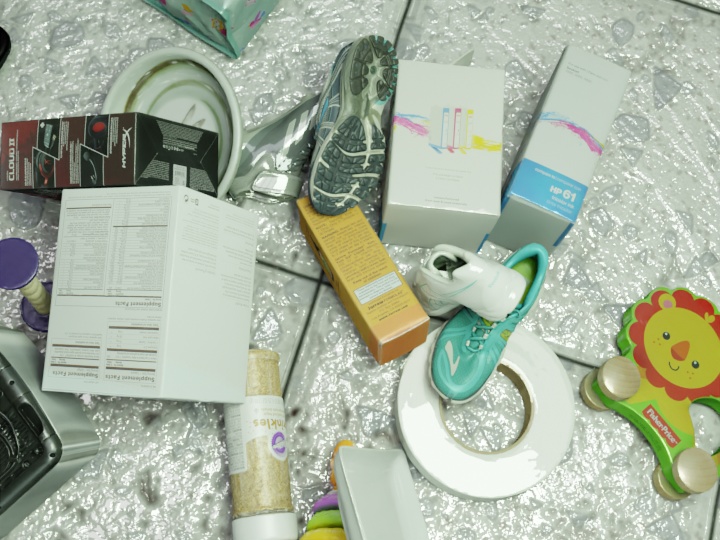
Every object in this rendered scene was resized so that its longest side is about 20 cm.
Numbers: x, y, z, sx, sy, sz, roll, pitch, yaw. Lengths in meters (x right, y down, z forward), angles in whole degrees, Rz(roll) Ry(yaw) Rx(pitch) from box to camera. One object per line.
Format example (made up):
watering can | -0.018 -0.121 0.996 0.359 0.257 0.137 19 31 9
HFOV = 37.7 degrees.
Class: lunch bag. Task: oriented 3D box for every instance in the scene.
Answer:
lunch bag | -0.186 -0.383 1.264 0.199 0.122 0.171 33 75 14

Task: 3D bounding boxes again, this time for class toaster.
toaster | -0.383 0.160 1.063 0.200 0.119 0.181 -42 80 4

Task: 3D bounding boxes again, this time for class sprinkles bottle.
sprinkles bottle | -0.110 0.188 1.118 0.067 0.068 0.202 -6 73 -6

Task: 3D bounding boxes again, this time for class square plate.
square plate | 0.030 0.276 1.047 0.028 0.200 0.200 -20 73 16

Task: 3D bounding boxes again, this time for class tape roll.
tape roll | 0.135 0.151 1.164 0.200 0.037 0.205 1 72 -3

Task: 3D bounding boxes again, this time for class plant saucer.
plant saucer | -0.208 -0.149 1.199 0.198 0.050 0.202 0 90 27

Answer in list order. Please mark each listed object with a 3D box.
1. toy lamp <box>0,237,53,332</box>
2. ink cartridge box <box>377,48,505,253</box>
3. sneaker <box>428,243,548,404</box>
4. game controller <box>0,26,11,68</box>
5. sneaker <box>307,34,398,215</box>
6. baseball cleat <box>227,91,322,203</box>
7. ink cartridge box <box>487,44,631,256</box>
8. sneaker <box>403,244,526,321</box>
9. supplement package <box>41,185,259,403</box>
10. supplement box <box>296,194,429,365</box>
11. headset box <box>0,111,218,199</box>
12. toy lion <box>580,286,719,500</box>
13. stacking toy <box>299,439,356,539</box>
toy lamp | -0.334 0.021 1.083 0.058 0.200 0.059 2 71 -5
ink cartridge box | 0.092 -0.140 1.204 0.124 0.129 0.202 5 72 -3
sneaker | 0.139 0.050 1.137 0.077 0.080 0.201 32 73 6
game controller | -0.492 -0.212 1.227 0.104 0.042 0.201 25 72 3
sneaker | -0.015 -0.158 1.171 0.077 0.086 0.202 18 88 -29
baseball cleat | -0.070 -0.143 1.232 0.199 0.070 0.107 -27 82 -2
ink cartridge box | 0.223 -0.130 1.202 0.084 0.145 0.201 22 73 3
sneaker | 0.092 0.003 1.126 0.080 0.200 0.071 35 74 -23
supplement package | -0.210 0.029 1.075 0.149 0.151 0.202 0 82 26
supplement box | 0.000 0.000 1.169 0.068 0.067 0.201 -27 67 -13
headset box | -0.272 -0.116 1.121 0.198 0.148 0.076 0 88 27
toy lion | 0.360 0.125 1.183 0.191 0.069 0.201 -34 78 -21
stacking toy | -0.019 0.271 1.094 0.108 0.116 0.202 3 58 5
